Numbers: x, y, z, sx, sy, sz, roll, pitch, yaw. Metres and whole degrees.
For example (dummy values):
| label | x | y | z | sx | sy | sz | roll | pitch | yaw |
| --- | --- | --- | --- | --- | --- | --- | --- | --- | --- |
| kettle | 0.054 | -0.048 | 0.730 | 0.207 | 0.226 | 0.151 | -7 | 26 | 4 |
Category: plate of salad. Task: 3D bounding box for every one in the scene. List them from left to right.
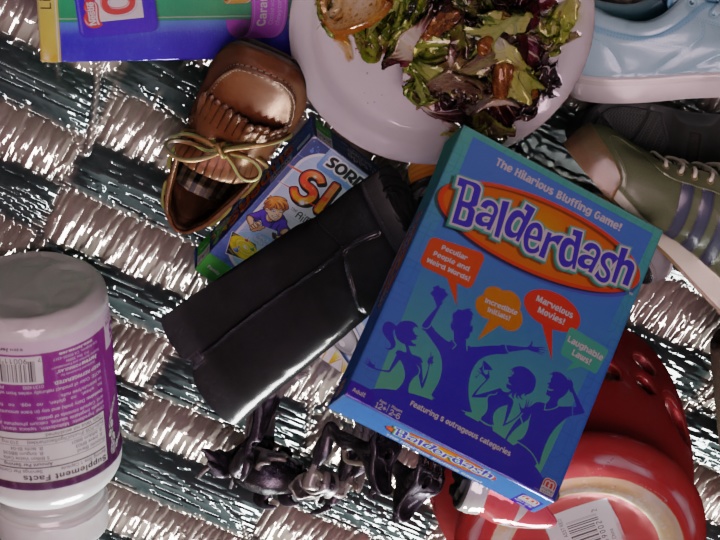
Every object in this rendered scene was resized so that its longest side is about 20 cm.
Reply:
| label | x | y | z | sx | sy | sz | roll | pitch | yaw |
| --- | --- | --- | --- | --- | --- | --- | --- | --- | --- |
| plate of salad | 0.054 | -0.152 | 1.483 | 0.199 | 0.048 | 0.201 | -3 | 120 | -5 |

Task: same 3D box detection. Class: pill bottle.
| label | x | y | z | sx | sy | sz | roll | pitch | yaw |
| --- | --- | --- | --- | --- | --- | --- | --- | --- | --- |
| pill bottle | -0.227 | 0.097 | 1.639 | 0.112 | 0.112 | 0.201 | -3 | 119 | -3 |

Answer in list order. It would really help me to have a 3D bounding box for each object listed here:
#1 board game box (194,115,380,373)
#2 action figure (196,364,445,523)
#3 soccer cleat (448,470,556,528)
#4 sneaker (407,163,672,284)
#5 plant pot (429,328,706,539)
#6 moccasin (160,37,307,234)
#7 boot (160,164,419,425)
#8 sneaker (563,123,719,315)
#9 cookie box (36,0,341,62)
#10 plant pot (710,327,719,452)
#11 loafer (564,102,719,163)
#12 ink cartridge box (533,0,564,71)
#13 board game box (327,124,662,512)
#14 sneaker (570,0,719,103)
| label | x | y | z | sx | sy | sz | roll | pitch | yaw |
| --- | --- | --- | --- | --- | --- | --- | --- | --- | --- |
| board game box | 0.000 | 0.000 | 1.647 | 0.200 | 0.035 | 0.135 | 35 | 110 | -20 |
| action figure | -0.031 | 0.126 | 1.672 | 0.199 | 0.102 | 0.119 | 0 | 156 | 44 |
| soccer cleat | 0.121 | 0.073 | 1.540 | 0.073 | 0.068 | 0.201 | 19 | 81 | -6 |
| sneaker | 0.121 | -0.019 | 1.606 | 0.199 | 0.078 | 0.078 | 15 | 159 | -10 |
| plant pot | 0.145 | 0.157 | 1.661 | 0.199 | 0.183 | 0.201 | -1 | 119 | -1 |
| moccasin | -0.090 | -0.085 | 1.519 | 0.073 | 0.078 | 0.201 | 28 | 149 | -12 |
| boot | -0.025 | 0.048 | 1.565 | 0.200 | 0.165 | 0.066 | -33 | 160 | 22 |
| sneaker | 0.229 | -0.050 | 1.553 | 0.090 | 0.067 | 0.200 | -42 | 117 | 11 |
| cookie box | -0.112 | -0.227 | 1.494 | 0.199 | 0.075 | 0.172 | -1 | 120 | -3 |
| plant pot | 0.335 | 0.110 | 1.661 | 0.199 | 0.200 | 0.174 | -21 | 100 | 7 |
| loafer | 0.238 | -0.079 | 1.618 | 0.199 | 0.063 | 0.072 | 17 | 89 | -17 |
| ink cartridge box | 0.087 | -0.196 | 1.530 | 0.116 | 0.068 | 0.201 | 2 | 118 | -6 |
| board game box | 0.088 | 0.030 | 1.473 | 0.152 | 0.045 | 0.201 | 26 | 70 | -8 |
| sneaker | 0.237 | -0.164 | 1.557 | 0.199 | 0.074 | 0.082 | -9 | 115 | -5 |
